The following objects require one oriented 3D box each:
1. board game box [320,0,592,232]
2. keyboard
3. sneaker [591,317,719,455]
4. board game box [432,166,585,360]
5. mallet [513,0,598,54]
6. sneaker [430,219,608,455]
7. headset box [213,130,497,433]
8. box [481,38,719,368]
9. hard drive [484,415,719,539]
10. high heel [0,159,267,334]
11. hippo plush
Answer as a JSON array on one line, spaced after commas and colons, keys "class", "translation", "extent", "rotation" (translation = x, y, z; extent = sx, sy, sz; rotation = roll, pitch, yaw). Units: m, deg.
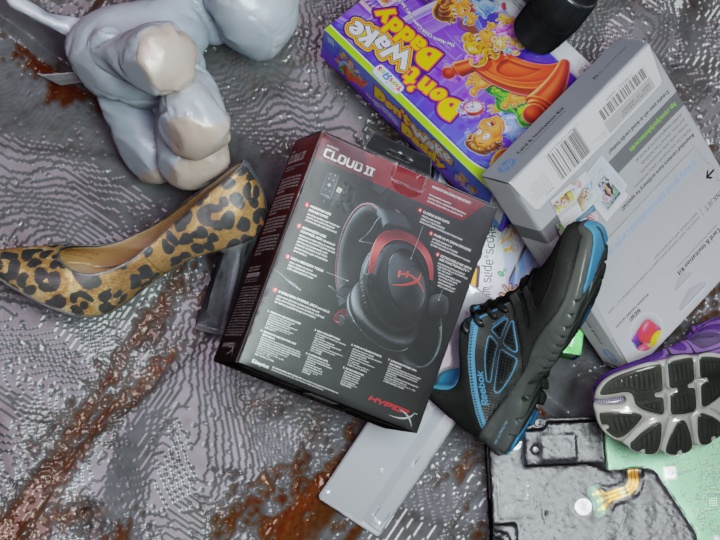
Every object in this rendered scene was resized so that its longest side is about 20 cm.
[{"class": "board game box", "translation": [0.087, -0.146, 1.502], "extent": [0.134, 0.045, 0.200], "rotation": [-41, 77, -18]}, {"class": "keyboard", "translation": [0.046, 0.105, 1.495], "extent": [0.056, 0.011, 0.200], "rotation": [34, 92, 2]}, {"class": "sneaker", "translation": [0.255, 0.080, 1.486], "extent": [0.200, 0.083, 0.081], "rotation": [-13, 114, -24]}, {"class": "board game box", "translation": [0.118, -0.040, 1.529], "extent": [0.135, 0.034, 0.200], "rotation": [9, 80, -1]}, {"class": "mallet", "translation": [0.185, -0.220, 1.520], "extent": [0.041, 0.066, 0.200], "rotation": [49, 39, 5]}, {"class": "sneaker", "translation": [0.113, 0.042, 1.422], "extent": [0.082, 0.073, 0.200], "rotation": [31, 118, 12]}, {"class": "headset box", "translation": [0.000, 0.000, 1.443], "extent": [0.148, 0.075, 0.200], "rotation": [22, 82, -16]}, {"class": "box", "translation": [0.198, -0.047, 1.471], "extent": [0.156, 0.041, 0.200], "rotation": [-45, 120, -15]}, {"class": "hard drive", "translation": [0.197, 0.179, 1.497], "extent": [0.200, 0.038, 0.140], "rotation": [-3, 81, -3]}, {"class": "high heel", "translation": [-0.173, -0.034, 1.465], "extent": [0.200, 0.071, 0.143], "rotation": [10, 117, -12]}, {"class": "hippo plush", "translation": [-0.129, -0.166, 1.505], "extent": [0.161, 0.159, 0.200], "rotation": [-41, 42, -25]}]
